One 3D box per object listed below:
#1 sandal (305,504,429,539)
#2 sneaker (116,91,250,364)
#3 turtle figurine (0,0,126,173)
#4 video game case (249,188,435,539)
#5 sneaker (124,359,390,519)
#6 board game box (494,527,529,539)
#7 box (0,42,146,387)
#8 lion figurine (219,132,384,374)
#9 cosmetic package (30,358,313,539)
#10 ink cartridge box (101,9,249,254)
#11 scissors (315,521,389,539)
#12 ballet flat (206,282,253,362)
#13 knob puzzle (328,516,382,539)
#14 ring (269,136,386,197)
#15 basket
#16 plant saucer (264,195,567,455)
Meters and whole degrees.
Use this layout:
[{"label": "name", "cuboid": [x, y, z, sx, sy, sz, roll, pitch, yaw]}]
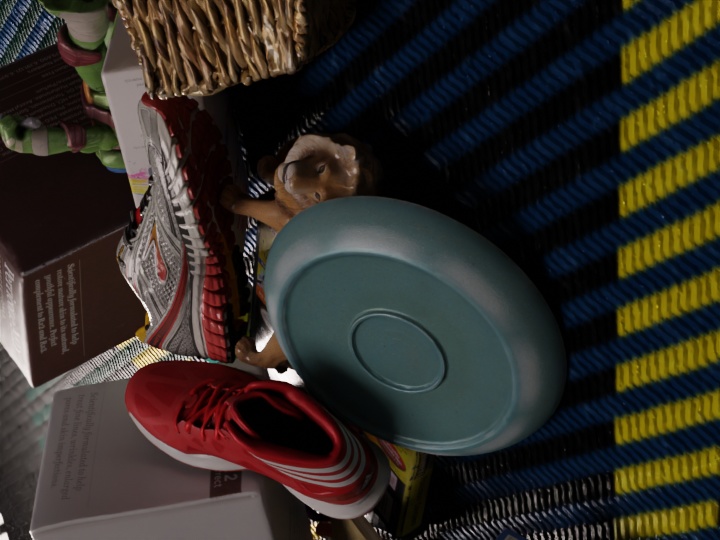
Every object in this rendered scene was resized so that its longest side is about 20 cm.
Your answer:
[{"label": "sandal", "cuboid": [-0.021, 0.165, 1.382, 0.200, 0.048, 0.076, 8, 122, 60]}, {"label": "sneaker", "cuboid": [-0.127, -0.024, 1.179, 0.082, 0.078, 0.200, 2, 120, 11]}, {"label": "turtle figurine", "cuboid": [-0.226, -0.163, 1.346, 0.200, 0.144, 0.194, 45, 148, 27]}, {"label": "video game case", "cuboid": [-0.013, 0.067, 1.255, 0.200, 0.025, 0.181, 50, 153, 28]}, {"label": "sneaker", "cuboid": [-0.080, 0.085, 1.146, 0.200, 0.079, 0.116, 15, 158, 25]}, {"label": "board game box", "cuboid": [0.160, 0.249, 1.062, 0.200, 0.034, 0.136, 24, 139, 28]}, {"label": "box", "cuboid": [-0.255, -0.050, 1.486, 0.200, 0.164, 0.166, 50, 152, 26]}, {"label": "lion figurine", "cuboid": [-0.027, -0.003, 1.145, 0.122, 0.072, 0.200, 18, 130, 38]}, {"label": "cosmetic package", "cuboid": [-0.127, 0.197, 1.299, 0.165, 0.165, 0.200, -95, -7, -58]}, {"label": "ink cartridge box", "cuboid": [-0.122, -0.079, 1.259, 0.117, 0.067, 0.200, -91, -8, -57]}, {"label": "scissors", "cuboid": [-0.001, 0.224, 1.432, 0.073, 0.014, 0.200, 15, 166, 2]}, {"label": "ballet flat", "cuboid": [-0.107, 0.037, 1.391, 0.067, 0.067, 0.200, 32, 173, 0]}, {"label": "knob puzzle", "cuboid": [0.030, 0.243, 1.252, 0.220, 0.030, 0.220, 158, 90, -78]}, {"label": "ring", "cuboid": [0.000, 0.000, 1.214, 0.200, 0.019, 0.201, 46, 151, 34]}, {"label": "basket", "cuboid": [-0.070, -0.224, 1.077, 0.142, 0.149, 0.200, -10, 108, 30]}, {"label": "plant saucer", "cuboid": [0.026, 0.043, 1.082, 0.200, 0.027, 0.200, 17, 136, 17]}]
